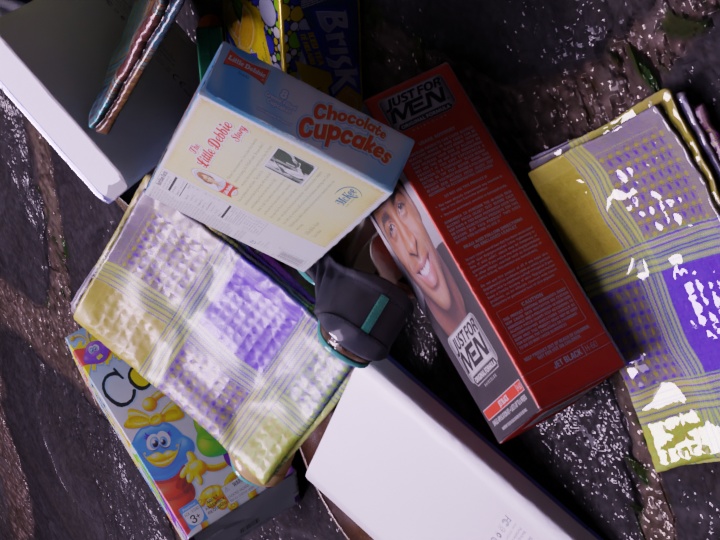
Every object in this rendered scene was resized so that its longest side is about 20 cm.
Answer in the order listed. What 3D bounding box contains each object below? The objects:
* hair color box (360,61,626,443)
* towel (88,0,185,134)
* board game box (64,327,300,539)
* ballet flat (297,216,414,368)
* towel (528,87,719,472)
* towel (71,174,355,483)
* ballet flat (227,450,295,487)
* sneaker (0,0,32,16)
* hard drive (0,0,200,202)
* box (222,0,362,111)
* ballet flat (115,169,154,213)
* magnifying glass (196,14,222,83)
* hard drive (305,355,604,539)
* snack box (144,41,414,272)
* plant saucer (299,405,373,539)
[{"bbox_3d":[0.066,-0.008,0.900,0.200,0.061,0.102,61,164,12],"label":"hair color box"},{"bbox_3d":[-0.117,-0.196,0.963,0.022,0.200,0.147,24,141,-14],"label":"towel"},{"bbox_3d":[-0.148,0.126,1.293,0.200,0.105,0.103,54,167,19],"label":"board game box"},{"bbox_3d":[0.000,0.000,1.009,0.200,0.073,0.073,-109,5,-71],"label":"ballet flat"},{"bbox_3d":[0.164,0.011,0.819,0.144,0.023,0.200,-20,94,60],"label":"towel"},{"bbox_3d":[-0.105,0.042,1.090,0.200,0.023,0.144,41,117,5],"label":"towel"},{"bbox_3d":[-0.082,0.081,1.203,0.063,0.069,0.200,-55,37,27],"label":"ballet flat"},{"bbox_3d":[-0.290,-0.218,1.248,0.200,0.146,0.081,37,140,39],"label":"sneaker"},{"bbox_3d":[-0.168,-0.134,1.052,0.025,0.200,0.132,-37,98,27],"label":"hard drive"},{"bbox_3d":[-0.043,-0.137,0.998,0.070,0.064,0.200,35,138,41],"label":"box"},{"bbox_3d":[-0.166,-0.083,1.099,0.200,0.067,0.046,46,-175,-12],"label":"ballet flat"},{"bbox_3d":[-0.098,-0.136,1.032,0.200,0.022,0.080,-109,15,-66],"label":"magnifying glass"},{"bbox_3d":[0.059,0.159,1.034,0.200,0.025,0.132,40,134,18],"label":"hard drive"},{"bbox_3d":[-0.054,-0.059,0.901,0.116,0.037,0.200,26,162,-9],"label":"snack box"},{"bbox_3d":[0.017,0.140,1.138,0.200,0.032,0.200,36,139,40],"label":"plant saucer"}]
